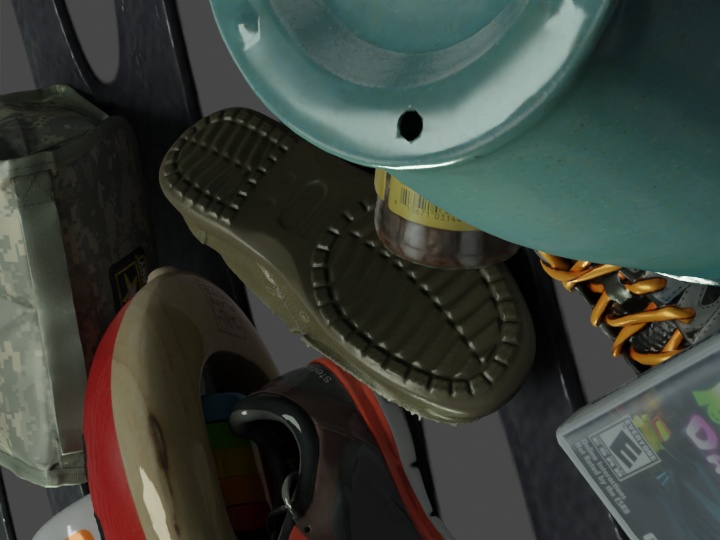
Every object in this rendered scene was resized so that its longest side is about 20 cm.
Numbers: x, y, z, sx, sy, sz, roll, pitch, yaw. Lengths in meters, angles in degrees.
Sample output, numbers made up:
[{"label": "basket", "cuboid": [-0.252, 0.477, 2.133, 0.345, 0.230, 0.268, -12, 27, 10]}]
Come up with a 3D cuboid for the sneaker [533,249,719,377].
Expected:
[{"label": "sneaker", "cuboid": [0.098, -0.006, 0.779, 0.078, 0.077, 0.201, -40, 70, 55]}]

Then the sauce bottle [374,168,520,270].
[{"label": "sauce bottle", "cuboid": [0.043, -0.098, 0.839, 0.065, 0.065, 0.201, 41, 136, 42]}]

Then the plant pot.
[{"label": "plant pot", "cuboid": [0.062, -0.093, 0.629, 0.199, 0.188, 0.201, 1, 92, 37]}]

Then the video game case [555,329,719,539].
[{"label": "video game case", "cuboid": [0.168, 0.101, 0.709, 0.200, 0.023, 0.182, 54, 147, 1]}]

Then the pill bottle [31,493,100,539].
[{"label": "pill bottle", "cuboid": [-0.075, 0.201, 1.112, 0.201, 0.113, 0.113, 65, 148, 16]}]

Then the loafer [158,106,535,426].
[{"label": "loafer", "cuboid": [0.000, 0.000, 0.950, 0.200, 0.076, 0.067, 40, 170, 34]}]

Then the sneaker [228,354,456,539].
[{"label": "sneaker", "cuboid": [-0.002, 0.135, 0.994, 0.201, 0.082, 0.077, 64, 147, 18]}]

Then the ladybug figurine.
[{"label": "ladybug figurine", "cuboid": [-0.075, 0.096, 1.039, 0.072, 0.136, 0.201, -22, 68, 24]}]

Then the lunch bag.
[{"label": "lunch bag", "cuboid": [-0.161, 0.004, 1.140, 0.200, 0.117, 0.165, -147, 48, -66]}]
